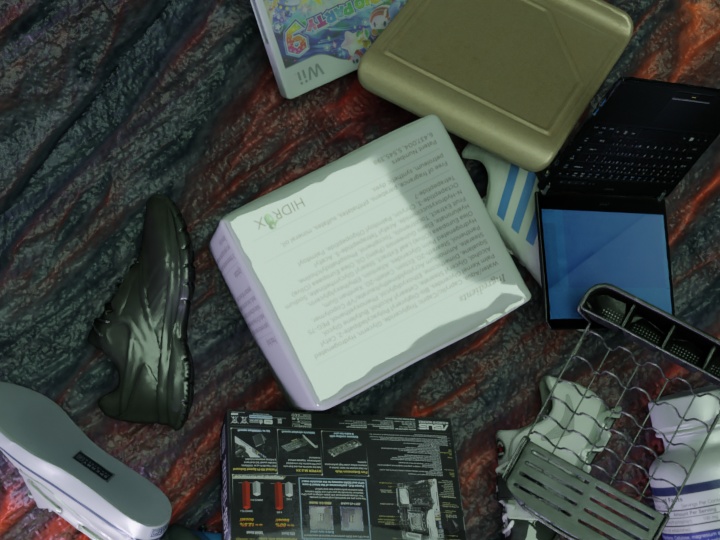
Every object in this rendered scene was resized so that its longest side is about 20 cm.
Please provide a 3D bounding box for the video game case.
[{"bbox_3d":[-0.033,-0.266,1.403,0.143,0.018,0.200,-27,116,-19],"label":"video game case"}]

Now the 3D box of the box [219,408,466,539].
[{"bbox_3d":[-0.015,0.196,1.355,0.199,0.050,0.158,3,52,-12],"label":"box"}]

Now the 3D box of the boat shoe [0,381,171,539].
[{"bbox_3d":[-0.250,0.172,1.355,0.200,0.074,0.065,38,121,15],"label":"boat shoe"}]

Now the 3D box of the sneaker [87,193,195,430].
[{"bbox_3d":[-0.184,0.034,1.380,0.090,0.076,0.201,1,82,-2],"label":"sneaker"}]

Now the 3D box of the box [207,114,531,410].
[{"bbox_3d":[0.000,0.000,1.343,0.200,0.199,0.172,-26,89,-10],"label":"box"}]

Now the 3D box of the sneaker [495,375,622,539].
[{"bbox_3d":[0.144,0.183,1.414,0.088,0.074,0.200,31,71,-4],"label":"sneaker"}]

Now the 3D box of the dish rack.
[{"bbox_3d":[0.215,0.130,1.348,0.153,0.055,0.200,28,83,13],"label":"dish rack"}]

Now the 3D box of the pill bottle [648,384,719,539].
[{"bbox_3d":[0.316,0.202,1.411,0.119,0.120,0.201,-12,86,-9],"label":"pill bottle"}]

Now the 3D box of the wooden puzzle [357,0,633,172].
[{"bbox_3d":[0.119,-0.188,1.419,0.185,0.037,0.200,28,56,11],"label":"wooden puzzle"}]

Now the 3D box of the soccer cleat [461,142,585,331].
[{"bbox_3d":[0.152,-0.037,1.445,0.086,0.070,0.201,-15,101,27],"label":"soccer cleat"}]

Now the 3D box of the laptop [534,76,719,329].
[{"bbox_3d":[0.246,-0.054,1.394,0.177,0.200,0.103,0,47,-42],"label":"laptop"}]

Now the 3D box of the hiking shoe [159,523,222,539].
[{"bbox_3d":[-0.073,0.241,1.384,0.199,0.074,0.087,19,64,-10],"label":"hiking shoe"}]
